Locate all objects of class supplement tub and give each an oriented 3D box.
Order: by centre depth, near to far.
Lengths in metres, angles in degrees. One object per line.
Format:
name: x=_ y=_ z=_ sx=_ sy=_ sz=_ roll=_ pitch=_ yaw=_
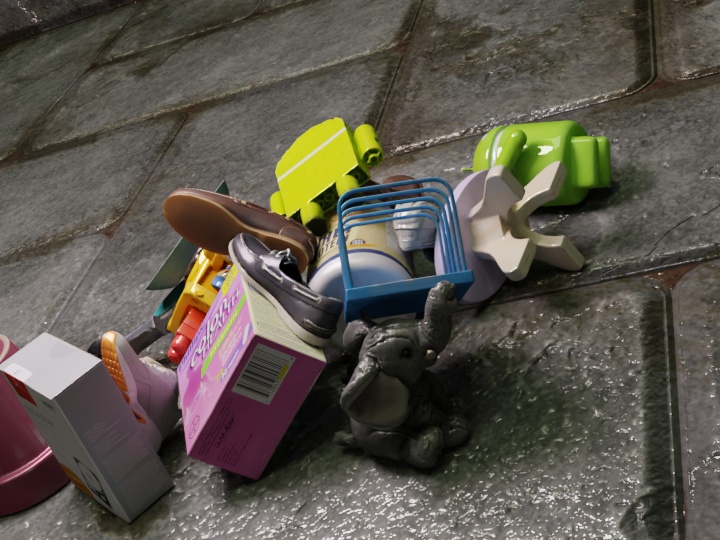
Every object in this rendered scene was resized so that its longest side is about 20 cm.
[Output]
supplement tub: x=0.000 y=0.000 z=1.579 sx=0.144 sy=0.145 sz=0.200 roll=-19 pitch=29 yaw=9

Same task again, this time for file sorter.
file sorter: x=0.043 y=-0.020 z=1.367 sx=0.138 sy=0.124 sz=0.200 roll=-8 pitch=-10 yaw=-2

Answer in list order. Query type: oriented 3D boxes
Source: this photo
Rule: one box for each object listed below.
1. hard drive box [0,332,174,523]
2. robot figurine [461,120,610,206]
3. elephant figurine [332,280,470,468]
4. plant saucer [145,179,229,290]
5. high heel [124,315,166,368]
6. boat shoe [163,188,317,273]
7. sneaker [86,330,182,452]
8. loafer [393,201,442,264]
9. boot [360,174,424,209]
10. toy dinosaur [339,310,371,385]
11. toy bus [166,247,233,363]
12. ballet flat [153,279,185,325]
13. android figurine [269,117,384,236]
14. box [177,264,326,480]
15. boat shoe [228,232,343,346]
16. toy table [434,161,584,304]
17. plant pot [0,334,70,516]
hard drive box: x=-0.333 y=0.188 z=1.453 sx=0.077 sy=0.201 sz=0.155 roll=-39 pitch=31 yaw=-27
robot figurine: x=0.246 y=-0.148 z=1.670 sx=0.199 sy=0.117 sz=0.175 roll=0 pitch=7 yaw=34
elephant figurine: x=0.035 y=0.107 z=1.305 sx=0.155 sy=0.201 sz=0.141 roll=-37 pitch=36 yaw=-19
plant saucer: x=-0.247 y=-0.044 z=1.770 sx=0.200 sy=0.036 sz=0.200 roll=-53 pitch=7 yaw=10
high heel: x=-0.328 y=0.166 z=1.654 sx=0.142 sy=0.071 sz=0.200 roll=-35 pitch=34 yaw=17
boat shoe: x=-0.151 y=-0.054 z=1.525 sx=0.199 sy=0.071 sz=0.070 roll=25 pitch=33 yaw=-1
sneaker: x=-0.276 y=0.137 z=1.495 sx=0.075 sy=0.201 sz=0.092 roll=22 pitch=52 yaw=30
loafer: x=0.104 y=-0.042 z=1.580 sx=0.070 sy=0.070 sz=0.200 roll=-1 pitch=-8 yaw=35
boot: x=0.003 y=-0.124 z=1.742 sx=0.065 sy=0.199 sz=0.186 roll=-65 pitch=29 yaw=13
toy dinosaur: x=0.027 y=0.103 z=1.419 sx=0.088 sy=0.200 sz=0.048 roll=4 pitch=61 yaw=-7
toy bus: x=-0.187 y=0.035 z=1.604 sx=0.192 sy=0.135 sz=0.200 roll=-59 pitch=1 yaw=-40
ballet flat: x=-0.234 y=0.028 z=1.770 sx=0.200 sy=0.072 sz=0.072 roll=-46 pitch=17 yaw=29
android figurine: x=-0.052 y=-0.131 z=1.613 sx=0.182 sy=0.041 sz=0.200 roll=-37 pitch=36 yaw=13
box: x=-0.137 y=0.116 z=1.448 sx=0.176 sy=0.096 sz=0.200 roll=-60 pitch=22 yaw=18
boat shoe: x=-0.086 y=0.007 z=1.424 sx=0.200 sy=0.072 sz=0.063 roll=47 pitch=114 yaw=36
toy table: x=0.188 y=-0.052 z=1.518 sx=0.117 sy=0.183 sz=0.201 roll=-13 pitch=52 yaw=46
plant pot: x=-0.478 y=0.192 z=1.579 sx=0.199 sy=0.180 sz=0.200 roll=-19 pitch=28 yaw=10
